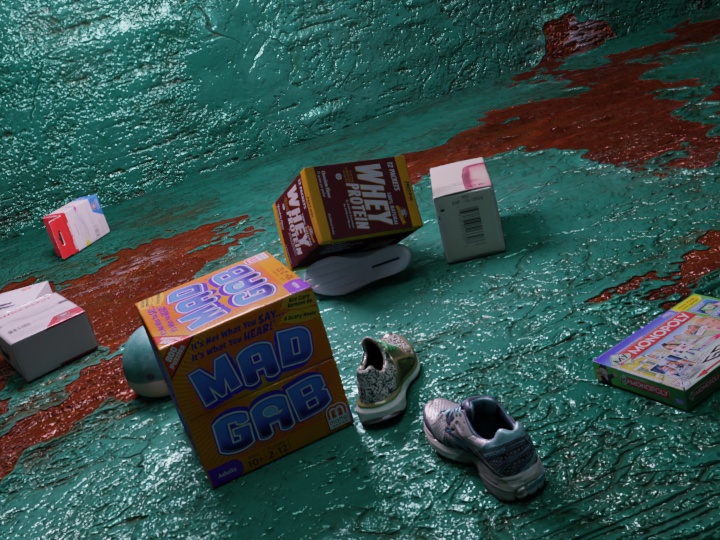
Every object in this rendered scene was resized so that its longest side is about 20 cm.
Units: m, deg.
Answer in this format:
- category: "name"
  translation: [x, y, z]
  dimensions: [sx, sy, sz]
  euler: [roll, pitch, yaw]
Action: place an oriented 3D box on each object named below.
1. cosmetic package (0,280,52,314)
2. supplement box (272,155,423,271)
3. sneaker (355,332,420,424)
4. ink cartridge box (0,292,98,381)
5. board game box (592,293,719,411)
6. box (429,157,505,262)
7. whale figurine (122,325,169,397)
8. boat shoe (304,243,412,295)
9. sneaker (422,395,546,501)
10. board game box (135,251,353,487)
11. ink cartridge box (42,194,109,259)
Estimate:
- category: "cosmetic package"
  translation: [-0.775, 0.096, 1.911]
  dimensions: [0.150, 0.052, 0.200]
  euler: [-14, 20, -1]
- category: "supplement box"
  translation: [-0.028, -0.100, 1.563]
  dimensions: [0.196, 0.133, 0.200]
  euler: [-10, -11, -24]
- category: "sneaker"
  translation: [0.032, 0.120, 1.167]
  dimensions: [0.077, 0.089, 0.200]
  euler: [-12, 20, 12]
- category: "ink cartridge box"
  translation: [-0.609, 0.123, 1.663]
  dimensions: [0.146, 0.083, 0.200]
  euler: [-27, 23, -28]
- category: "board game box"
  translation: [0.398, 0.092, 1.046]
  dimensions: [0.199, 0.029, 0.134]
  euler: [-27, 24, -27]
- category: "box"
  translation: [0.195, -0.115, 1.600]
  dimensions: [0.108, 0.128, 0.200]
  euler: [-12, 21, 8]
- category: "whale figurine"
  translation: [-0.281, 0.123, 1.378]
  dimensions: [0.199, 0.104, 0.159]
  euler: [-15, 20, 3]
- category: "boat shoe"
  translation: [0.000, 0.000, 1.557]
  dimensions: [0.199, 0.072, 0.071]
  euler: [-12, 0, 12]
- category: "sneaker"
  translation: [0.132, 0.170, 0.963]
  dimensions: [0.077, 0.087, 0.200]
  euler: [-24, 21, -21]
- category: "board game box"
  translation: [-0.156, 0.121, 1.150]
  dimensions: [0.199, 0.201, 0.200]
  euler: [-22, 21, -16]
- category: "ink cartridge box"
  translation: [-0.788, -0.117, 2.378]
  dimensions: [0.067, 0.117, 0.200]
  euler: [-5, 22, 26]
